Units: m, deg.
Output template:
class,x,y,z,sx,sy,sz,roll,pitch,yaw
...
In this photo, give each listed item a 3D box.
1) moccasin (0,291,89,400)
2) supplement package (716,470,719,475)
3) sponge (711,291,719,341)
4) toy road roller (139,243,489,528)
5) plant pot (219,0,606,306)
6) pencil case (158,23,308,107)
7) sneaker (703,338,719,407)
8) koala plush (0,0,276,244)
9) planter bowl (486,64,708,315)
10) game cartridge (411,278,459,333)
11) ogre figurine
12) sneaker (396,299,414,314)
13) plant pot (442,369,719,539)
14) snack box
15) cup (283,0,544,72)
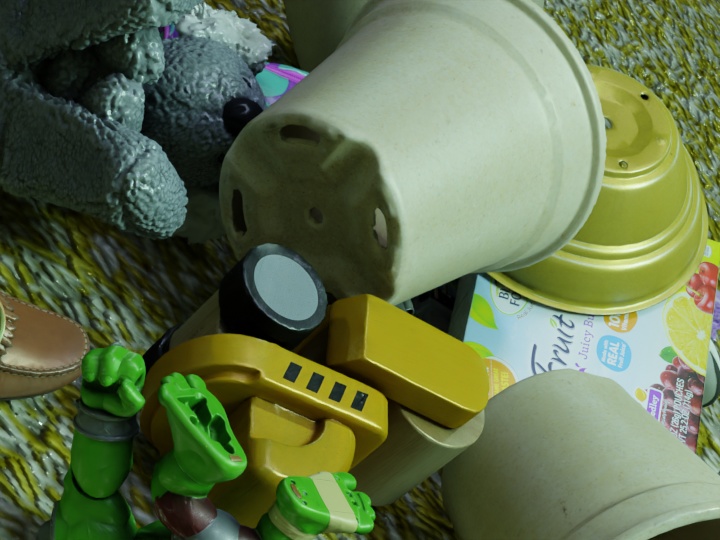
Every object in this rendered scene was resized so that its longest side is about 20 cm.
class,x,y,z,sx,sy,sz,roll,pitch,yaw
moccasin,-0.227,0.010,1.207,0.201,0.078,0.074,26,30,-26
supplement package,0.270,0.182,1.438,0.117,0.200,0.117,-14,57,-38
sponge,0.189,-0.036,1.679,0.200,0.030,0.112,38,15,-32
toy road roller,-0.031,0.095,1.302,0.199,0.123,0.146,25,45,-26
plant pot,0.019,-0.060,1.398,0.200,0.201,0.183,45,40,9
pencil case,-0.077,-0.114,1.570,0.199,0.093,0.085,19,23,-33
sneaker,0.202,0.067,1.685,0.200,0.074,0.080,32,45,-47
koala plush,-0.131,-0.107,1.419,0.183,0.178,0.200,6,-3,37
planter bowl,0.151,-0.075,1.533,0.199,0.084,0.201,9,51,-11
game cartridge,0.089,0.025,1.651,0.129,0.038,0.200,35,27,-20
ogre figurine,-0.080,0.135,1.169,0.200,0.120,0.098,30,24,-24
sneaker,0.000,0.000,1.541,0.099,0.071,0.200,54,26,4
plant pot,0.142,0.161,1.351,0.200,0.201,0.184,20,23,-35
snack box,0.144,0.047,1.536,0.168,0.068,0.201,19,50,-5
cup,0.040,-0.153,1.710,0.200,0.200,0.144,20,58,-35
